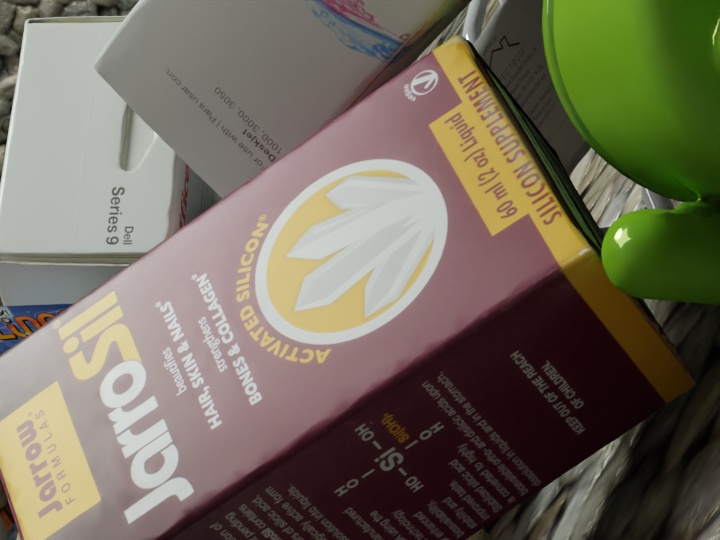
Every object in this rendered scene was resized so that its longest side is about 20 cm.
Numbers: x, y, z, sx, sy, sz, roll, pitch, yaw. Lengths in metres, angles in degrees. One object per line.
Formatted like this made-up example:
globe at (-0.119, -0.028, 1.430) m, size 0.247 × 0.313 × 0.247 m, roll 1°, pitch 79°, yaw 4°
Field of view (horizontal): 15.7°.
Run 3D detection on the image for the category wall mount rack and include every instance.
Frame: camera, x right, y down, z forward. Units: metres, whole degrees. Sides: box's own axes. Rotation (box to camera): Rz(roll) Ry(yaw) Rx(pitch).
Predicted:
wall mount rack at (0.091, -0.113, 0.986) m, size 0.074 × 0.174 × 0.200 m, roll -8°, pitch -30°, yaw -36°

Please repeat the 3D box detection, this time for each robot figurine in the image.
robot figurine at (0.119, -0.077, 0.757) m, size 0.200 × 0.115 × 0.176 m, roll 175°, pitch 97°, yaw -82°

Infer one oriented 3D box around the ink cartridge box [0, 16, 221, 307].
ink cartridge box at (-0.115, -0.007, 1.267) m, size 0.200 × 0.087 × 0.146 m, roll 86°, pitch -175°, yaw -56°

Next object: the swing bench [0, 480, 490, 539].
swing bench at (-0.064, 0.079, 0.982) m, size 0.199 × 0.130 × 0.200 m, roll -21°, pitch 49°, yaw 19°

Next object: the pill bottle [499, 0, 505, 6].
pill bottle at (0.116, -0.172, 1.233) m, size 0.120 × 0.120 × 0.200 m, roll -56°, pitch 6°, yaw 26°

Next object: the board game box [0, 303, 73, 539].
board game box at (-0.165, 0.103, 1.162) m, size 0.034 × 0.135 × 0.200 m, roll 49°, pitch 126°, yaw 37°

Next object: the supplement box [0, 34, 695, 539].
supplement box at (-0.012, 0.035, 0.830) m, size 0.200 × 0.086 × 0.110 m, roll -35°, pitch 47°, yaw 7°

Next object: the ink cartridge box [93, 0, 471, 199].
ink cartridge box at (0.015, -0.129, 0.893) m, size 0.200 × 0.085 × 0.145 m, roll -47°, pitch 0°, yaw 40°
